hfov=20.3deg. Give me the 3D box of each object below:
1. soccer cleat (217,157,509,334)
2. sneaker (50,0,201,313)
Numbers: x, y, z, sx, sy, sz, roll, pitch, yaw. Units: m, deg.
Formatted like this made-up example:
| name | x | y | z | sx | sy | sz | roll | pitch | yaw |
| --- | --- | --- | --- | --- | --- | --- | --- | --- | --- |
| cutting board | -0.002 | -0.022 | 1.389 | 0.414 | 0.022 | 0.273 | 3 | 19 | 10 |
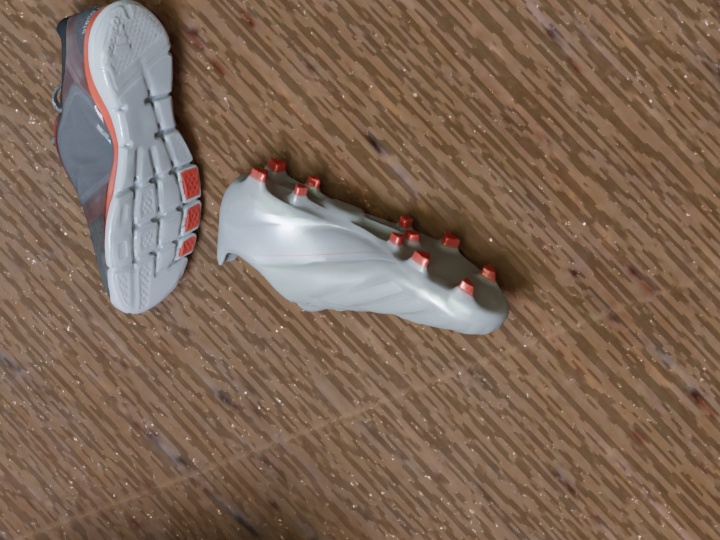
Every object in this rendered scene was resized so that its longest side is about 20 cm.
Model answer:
| name | x | y | z | sx | sy | sz | roll | pitch | yaw |
| --- | --- | --- | --- | --- | --- | --- | --- | --- | --- |
| soccer cleat | 0.000 | 0.000 | 1.256 | 0.199 | 0.069 | 0.078 | 26 | 113 | 18 |
| sneaker | -0.158 | -0.074 | 1.297 | 0.082 | 0.077 | 0.201 | 8 | 105 | 43 |
